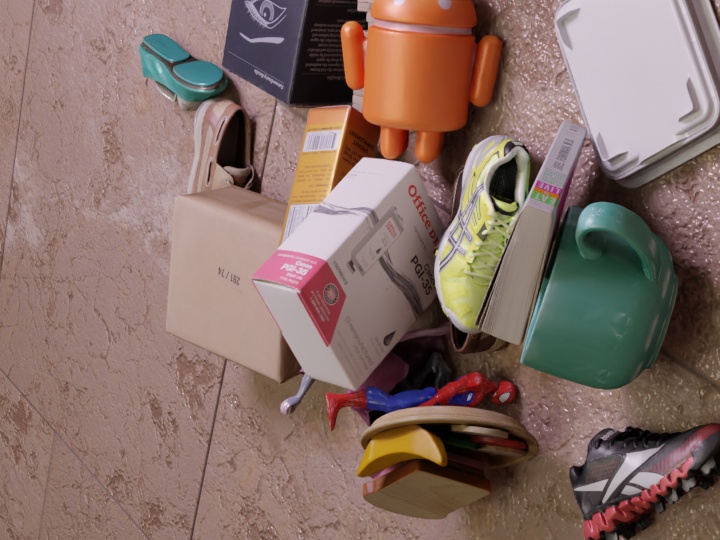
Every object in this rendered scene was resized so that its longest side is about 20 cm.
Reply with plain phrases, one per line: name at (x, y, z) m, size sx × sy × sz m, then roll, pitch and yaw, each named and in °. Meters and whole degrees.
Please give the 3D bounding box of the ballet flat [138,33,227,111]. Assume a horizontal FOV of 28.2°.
ballet flat at (-0.232, -0.252, 1.897) m, size 0.200 × 0.067 × 0.071 m, roll 38°, pitch 137°, yaw 46°

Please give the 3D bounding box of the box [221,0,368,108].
box at (-0.068, -0.305, 1.647) m, size 0.148 × 0.103 × 0.202 m, roll 35°, pitch 121°, yaw 43°

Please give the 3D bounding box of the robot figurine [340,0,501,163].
robot figurine at (0.059, -0.217, 1.491) m, size 0.143 × 0.116 × 0.203 m, roll 20°, pitch 109°, yaw 47°

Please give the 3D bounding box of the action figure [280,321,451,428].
action figure at (-0.005, 0.102, 1.601) m, size 0.199 × 0.133 × 0.151 m, roll 26°, pitch 114°, yaw 43°

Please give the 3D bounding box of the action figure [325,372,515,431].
action figure at (0.064, 0.138, 1.494) m, size 0.066 × 0.197 × 0.052 m, roll 89°, pitch 171°, yaw -71°

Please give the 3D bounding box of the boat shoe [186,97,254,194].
boat shoe at (-0.175, -0.118, 1.831) m, size 0.071 × 0.075 × 0.203 m, roll 9°, pitch 104°, yaw 48°

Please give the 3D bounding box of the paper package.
paper package at (-0.130, 0.012, 1.738) m, size 0.198 × 0.103 × 0.193 m, roll 20°, pitch 112°, yaw 33°

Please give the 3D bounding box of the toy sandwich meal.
toy sandwich meal at (0.084, 0.197, 1.459) m, size 0.204 × 0.203 × 0.071 m, roll -26°, pitch 53°, yaw 49°

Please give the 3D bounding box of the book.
book at (0.164, -0.040, 1.315) m, size 0.047 × 0.200 × 0.135 m, roll 20°, pitch 120°, yaw 8°

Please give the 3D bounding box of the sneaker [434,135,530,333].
sneaker at (0.122, -0.038, 1.425) m, size 0.076 × 0.074 × 0.203 m, roll 175°, pitch 105°, yaw -78°

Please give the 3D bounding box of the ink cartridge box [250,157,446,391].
ink cartridge box at (0.000, 0.000, 1.495) m, size 0.082 × 0.200 × 0.147 m, roll 12°, pitch 140°, yaw 46°

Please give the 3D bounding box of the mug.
mug at (0.219, 0.029, 1.282) m, size 0.113 × 0.185 × 0.154 m, roll 18°, pitch 88°, yaw 5°

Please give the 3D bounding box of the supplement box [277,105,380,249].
supplement box at (-0.036, -0.076, 1.572) m, size 0.068 × 0.066 × 0.203 m, roll 3°, pitch 73°, yaw 39°

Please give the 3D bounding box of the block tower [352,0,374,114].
block tower at (0.031, -0.272, 1.569) m, size 0.057 × 0.054 × 0.203 m, roll 18°, pitch 109°, yaw 49°

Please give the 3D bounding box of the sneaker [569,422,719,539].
sneaker at (0.262, 0.180, 1.328) m, size 0.200 × 0.070 × 0.099 m, roll -46°, pitch 63°, yaw 45°

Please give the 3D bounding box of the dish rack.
dish rack at (0.253, -0.191, 1.314) m, size 0.171 × 0.043 × 0.203 m, roll -31°, pitch 72°, yaw 48°

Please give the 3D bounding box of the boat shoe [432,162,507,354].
boat shoe at (0.113, -0.013, 1.487) m, size 0.072 × 0.071 × 0.203 m, roll 6°, pitch 100°, yaw 50°
